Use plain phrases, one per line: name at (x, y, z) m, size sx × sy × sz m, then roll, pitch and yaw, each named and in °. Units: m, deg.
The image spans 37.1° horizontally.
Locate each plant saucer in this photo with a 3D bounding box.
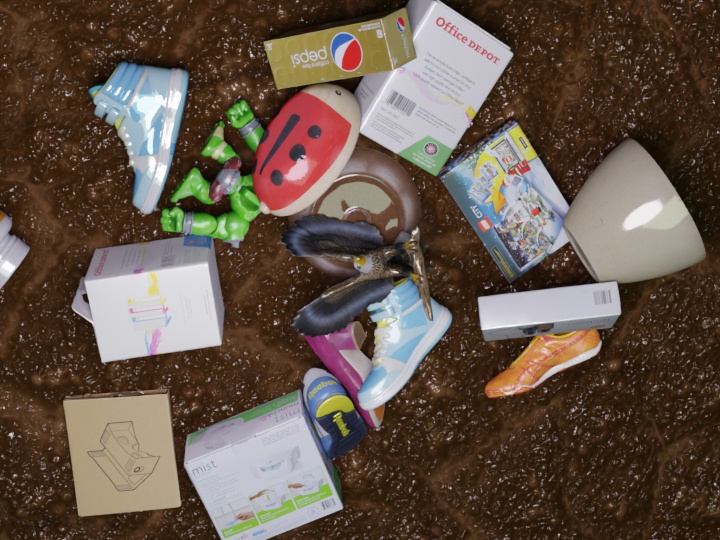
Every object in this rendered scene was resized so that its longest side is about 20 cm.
plant saucer at (-0.006, -0.076, 1.566) m, size 0.196 × 0.037 × 0.204 m, roll -2°, pitch 111°, yaw -6°

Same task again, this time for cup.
cup at (0.371, -0.062, 1.520) m, size 0.142 × 0.201 × 0.202 m, roll -32°, pitch 110°, yaw 4°

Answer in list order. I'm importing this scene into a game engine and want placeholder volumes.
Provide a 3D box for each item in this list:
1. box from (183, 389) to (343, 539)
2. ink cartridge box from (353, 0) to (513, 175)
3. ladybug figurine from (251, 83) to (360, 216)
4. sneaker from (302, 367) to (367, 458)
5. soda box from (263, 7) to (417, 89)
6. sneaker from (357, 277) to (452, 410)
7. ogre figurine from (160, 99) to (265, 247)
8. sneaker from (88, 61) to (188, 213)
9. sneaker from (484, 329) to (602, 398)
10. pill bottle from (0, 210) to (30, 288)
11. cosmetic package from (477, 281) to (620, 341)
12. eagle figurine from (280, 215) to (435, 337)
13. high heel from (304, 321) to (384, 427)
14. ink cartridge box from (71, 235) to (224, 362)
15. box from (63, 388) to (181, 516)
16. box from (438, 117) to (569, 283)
box at (-0.149, 0.311, 1.660) m, size 0.197 × 0.097 × 0.179 m, roll -22°, pitch 110°, yaw 3°
ink cartridge box at (0.091, -0.257, 1.471) m, size 0.143 × 0.084 × 0.202 m, roll 25°, pitch 106°, yaw -27°
ladybug figurine at (-0.080, -0.165, 1.422) m, size 0.202 × 0.134 × 0.072 m, roll -60°, pitch 143°, yaw -8°
sneaker at (-0.042, 0.216, 1.634) m, size 0.073 × 0.083 × 0.201 m, roll -30°, pitch 147°, yaw -13°
soda box at (-0.028, -0.290, 1.411) m, size 0.197 × 0.064 × 0.069 m, roll -1°, pitch 114°, yaw 37°
sneaker at (0.033, 0.097, 1.593) m, size 0.131 × 0.079 × 0.201 m, roll 45°, pitch 70°, yaw -15°
ogre figurine at (-0.181, -0.119, 1.494) m, size 0.119 × 0.098 × 0.202 m, roll 34°, pitch 70°, yaw -17°
sneaker at (-0.315, -0.187, 1.463) m, size 0.128 × 0.080 × 0.204 m, roll 13°, pitch 99°, yaw -12°
sneaker at (0.275, 0.134, 1.666) m, size 0.198 × 0.073 × 0.078 m, roll -30°, pitch 90°, yaw 0°
pill bottle at (-0.557, -0.062, 1.472) m, size 0.199 × 0.110 × 0.109 m, roll 40°, pitch 102°, yaw -17°
cosmetic package at (0.273, 0.062, 1.568) m, size 0.196 × 0.151 × 0.053 m, roll -7°, pitch 81°, yaw 8°
eagle figurine at (-0.002, -0.003, 1.507) m, size 0.196 × 0.154 × 0.152 m, roll -10°, pitch 138°, yaw 17°
high heel at (-0.025, 0.159, 1.648) m, size 0.094 × 0.068 × 0.202 m, roll 0°, pitch 129°, yaw 27°
ink cartridge box at (-0.301, 0.038, 1.527) m, size 0.196 × 0.129 × 0.128 m, roll -8°, pitch 111°, yaw -2°
box at (-0.367, 0.283, 1.667) m, size 0.160 × 0.021 × 0.204 m, roll -4°, pitch 110°, yaw -5°
box at (0.220, -0.102, 1.579) m, size 0.136 × 0.038 × 0.201 m, roll -34°, pitch 110°, yaw 6°
